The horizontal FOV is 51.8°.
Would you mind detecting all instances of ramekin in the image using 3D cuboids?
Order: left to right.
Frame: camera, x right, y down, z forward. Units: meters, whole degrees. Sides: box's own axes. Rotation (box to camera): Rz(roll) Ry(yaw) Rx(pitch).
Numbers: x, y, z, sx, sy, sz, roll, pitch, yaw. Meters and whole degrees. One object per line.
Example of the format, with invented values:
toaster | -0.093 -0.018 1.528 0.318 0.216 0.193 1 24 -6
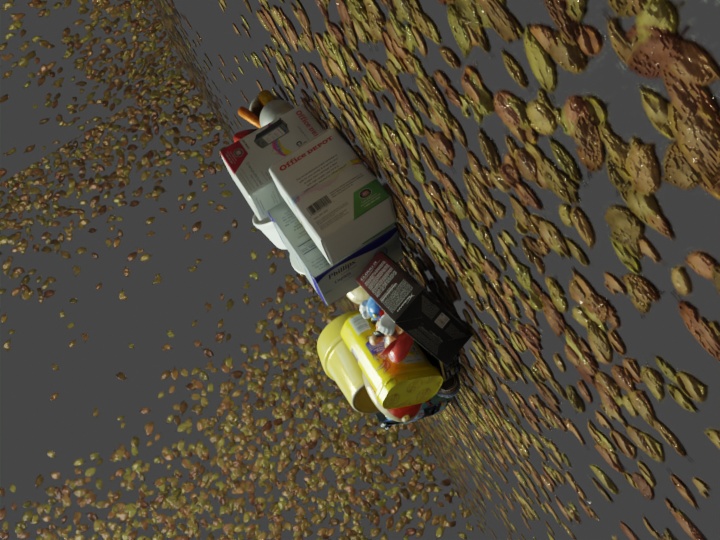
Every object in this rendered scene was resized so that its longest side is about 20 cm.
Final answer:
ramekin | -0.167 -0.148 1.881 0.098 0.200 0.200 52 176 -27

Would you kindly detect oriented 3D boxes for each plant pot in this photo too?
plant pot | 0.013 0.230 1.778 0.202 0.198 0.190 65 -179 -46

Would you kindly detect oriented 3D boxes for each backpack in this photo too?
backpack | 0.133 0.314 1.879 0.200 0.180 0.137 138 116 -69

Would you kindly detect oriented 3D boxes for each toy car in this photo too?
toy car | -0.206 -0.295 1.675 0.202 0.149 0.175 61 172 -26

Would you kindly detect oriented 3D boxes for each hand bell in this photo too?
hand bell | 0.000 0.000 1.676 0.105 0.103 0.200 55 174 18

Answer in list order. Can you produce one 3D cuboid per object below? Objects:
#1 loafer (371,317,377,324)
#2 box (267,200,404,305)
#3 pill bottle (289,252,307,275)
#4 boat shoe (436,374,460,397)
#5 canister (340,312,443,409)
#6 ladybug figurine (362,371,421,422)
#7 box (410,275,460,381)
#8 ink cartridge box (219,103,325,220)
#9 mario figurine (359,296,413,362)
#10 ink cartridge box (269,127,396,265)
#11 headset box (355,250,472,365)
loafer | 0.027 0.015 1.560 0.072 0.062 0.203 67 -174 -73
box | -0.046 -0.069 1.412 0.201 0.182 0.105 53 169 34
pill bottle | -0.087 -0.033 1.827 0.115 0.114 0.199 55 -160 17
boat shoe | 0.149 0.193 1.634 0.201 0.072 0.073 52 170 40
canister | 0.061 0.180 1.547 0.201 0.147 0.087 55 134 37
ladybug figurine | 0.077 0.238 1.625 0.072 0.134 0.202 -62 39 42
box | 0.137 0.121 1.514 0.161 0.049 0.201 56 173 28
ink cartridge box | -0.156 -0.217 1.468 0.148 0.198 0.086 52 171 32
mario figurine | 0.030 0.089 1.455 0.123 0.105 0.202 1 -118 -61
ink cartridge box | -0.050 -0.135 1.311 0.201 0.144 0.084 53 172 32
headset box | 0.088 0.059 1.317 0.149 0.077 0.200 40 -178 -33
